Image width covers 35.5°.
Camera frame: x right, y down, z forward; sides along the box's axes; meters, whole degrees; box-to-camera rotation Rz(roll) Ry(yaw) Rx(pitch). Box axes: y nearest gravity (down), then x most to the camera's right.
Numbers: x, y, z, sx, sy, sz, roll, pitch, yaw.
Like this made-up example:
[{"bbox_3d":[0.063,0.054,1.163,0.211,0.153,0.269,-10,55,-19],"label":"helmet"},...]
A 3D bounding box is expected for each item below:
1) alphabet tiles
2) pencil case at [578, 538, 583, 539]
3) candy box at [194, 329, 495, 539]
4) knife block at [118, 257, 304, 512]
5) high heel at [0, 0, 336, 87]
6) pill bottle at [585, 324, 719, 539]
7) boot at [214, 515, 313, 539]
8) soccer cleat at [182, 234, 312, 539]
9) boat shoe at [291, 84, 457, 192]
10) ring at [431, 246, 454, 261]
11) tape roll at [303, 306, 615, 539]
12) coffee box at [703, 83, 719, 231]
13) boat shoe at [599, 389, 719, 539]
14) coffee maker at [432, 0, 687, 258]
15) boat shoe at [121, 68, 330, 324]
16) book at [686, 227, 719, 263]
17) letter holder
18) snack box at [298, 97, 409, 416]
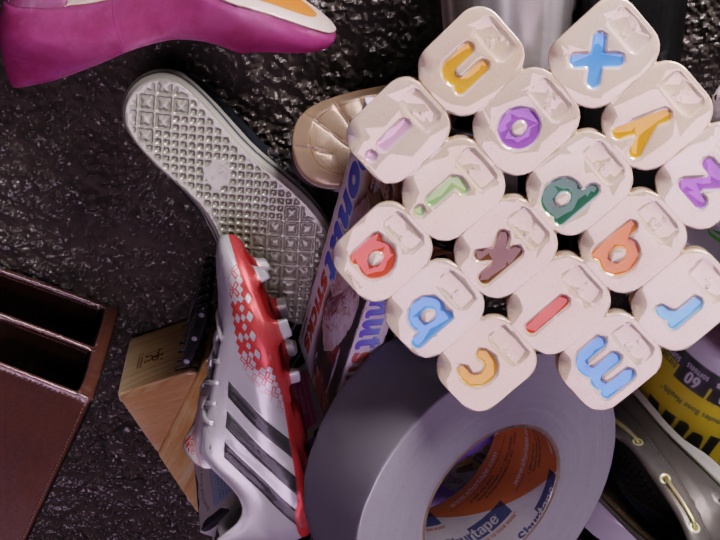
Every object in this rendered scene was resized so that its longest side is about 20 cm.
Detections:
[{"bbox_3d":[0.091,-0.029,0.563,0.195,0.015,0.200,-42,96,15],"label":"alphabet tiles"},{"bbox_3d":[0.216,0.297,0.993,0.199,0.091,0.083,28,163,-19],"label":"pencil case"},{"bbox_3d":[0.005,0.137,0.816,0.200,0.072,0.167,-41,128,20],"label":"candy box"},{"bbox_3d":[-0.080,0.081,0.839,0.174,0.064,0.201,-16,125,12],"label":"knife block"},{"bbox_3d":[-0.117,-0.134,0.667,0.198,0.068,0.097,12,117,-4],"label":"high heel"},{"bbox_3d":[0.235,0.111,0.835,0.113,0.115,0.201,13,126,-11],"label":"pill bottle"},{"bbox_3d":[-0.011,0.205,0.771,0.198,0.075,0.098,-4,135,-8],"label":"boot"},{"bbox_3d":[-0.075,0.079,0.702,0.084,0.069,0.202,-13,104,-2],"label":"soccer cleat"},{"bbox_3d":[0.050,-0.089,0.712,0.198,0.065,0.073,-14,90,-13],"label":"boat shoe"},{"bbox_3d":[0.065,0.045,0.827,0.198,0.019,0.202,-6,135,-6],"label":"ring"},{"bbox_3d":[0.064,0.126,0.704,0.199,0.066,0.202,-17,124,-27],"label":"tape roll"},{"bbox_3d":[0.261,-0.092,0.611,0.112,0.200,0.080,18,130,20],"label":"coffee box"},{"bbox_3d":[0.174,0.124,0.774,0.060,0.202,0.073,-14,131,-37],"label":"boat shoe"},{"bbox_3d":[0.129,-0.107,0.615,0.190,0.135,0.202,2,102,9],"label":"coffee maker"},{"bbox_3d":[-0.076,-0.050,0.728,0.074,0.062,0.200,-36,110,11],"label":"boat shoe"},{"bbox_3d":[0.251,-0.004,0.736,0.199,0.134,0.048,30,121,-22],"label":"book"},{"bbox_3d":[-0.285,0.104,0.832,0.141,0.101,0.201,22,124,-15],"label":"letter holder"},{"bbox_3d":[0.000,0.000,0.668,0.024,0.072,0.201,-2,135,-21],"label":"snack box"}]
